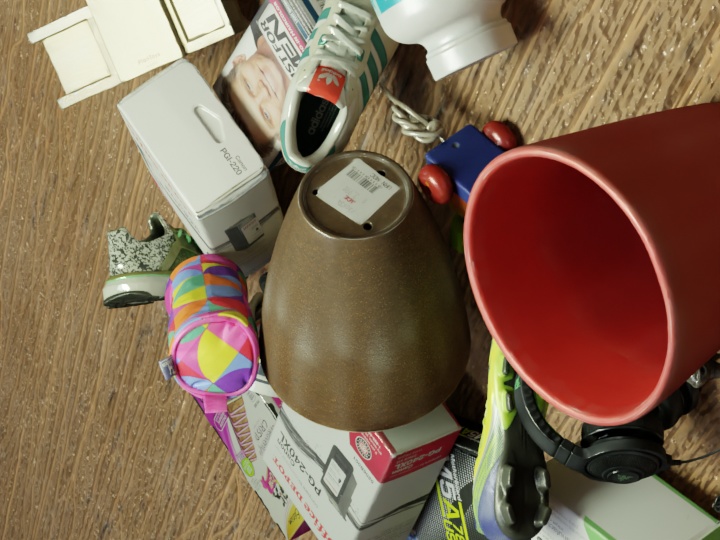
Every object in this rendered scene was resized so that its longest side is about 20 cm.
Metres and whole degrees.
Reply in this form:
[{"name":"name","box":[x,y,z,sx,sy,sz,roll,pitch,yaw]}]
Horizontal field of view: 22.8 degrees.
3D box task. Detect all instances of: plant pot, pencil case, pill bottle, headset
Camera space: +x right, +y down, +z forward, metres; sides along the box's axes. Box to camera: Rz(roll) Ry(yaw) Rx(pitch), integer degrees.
[{"name":"plant pot","box":[0.000,0.000,1.478,0.187,0.186,0.201,44,155,30]},{"name":"pencil case","box":[-0.134,0.051,1.591,0.200,0.088,0.089,-106,2,-71]},{"name":"pill bottle","box":[0.047,-0.248,1.341,0.111,0.110,0.201,-21,93,59]},{"name":"plant pot","box":[0.199,-0.019,1.214,0.200,0.177,0.202,35,138,39]},{"name":"headset","box":[0.210,0.117,1.362,0.199,0.124,0.094,29,152,9]}]

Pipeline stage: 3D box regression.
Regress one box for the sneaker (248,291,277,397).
[{"name":"sneaker","box":[-0.077,0.061,1.735,0.200,0.078,0.080,-95,20,-79]}]

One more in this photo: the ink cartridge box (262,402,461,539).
[{"name":"ink cartridge box","box":[-0.003,0.160,1.650,0.146,0.083,0.201,52,144,26]}]

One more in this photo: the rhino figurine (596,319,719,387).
[{"name":"rhino figurine","box":[0.190,0.036,1.325,0.199,0.088,0.060,20,131,15]}]

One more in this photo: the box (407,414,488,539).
[{"name":"box","box":[0.102,0.233,1.661,0.193,0.047,0.202,20,127,53]}]

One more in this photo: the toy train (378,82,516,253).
[{"name":"toy train","box":[0.086,-0.062,1.455,0.200,0.084,0.116,43,156,31]}]

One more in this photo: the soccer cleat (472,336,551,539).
[{"name":"soccer cleat","box":[0.116,0.114,1.407,0.084,0.064,0.202,159,119,-63]}]

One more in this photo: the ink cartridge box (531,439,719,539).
[{"name":"ink cartridge box","box":[0.215,0.256,1.453,0.146,0.084,0.201,35,144,43]}]

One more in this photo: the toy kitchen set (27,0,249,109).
[{"name":"toy kitchen set","box":[-0.205,-0.281,1.719,0.199,0.180,0.164,-19,100,23]}]

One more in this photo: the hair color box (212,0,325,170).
[{"name":"hair color box","box":[-0.057,-0.181,1.592,0.100,0.060,0.200,58,149,11]}]

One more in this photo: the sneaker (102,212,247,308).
[{"name":"sneaker","box":[-0.181,-0.017,1.785,0.076,0.199,0.089,-10,89,34]}]

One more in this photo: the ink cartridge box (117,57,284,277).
[{"name":"ink cartridge box","box":[-0.144,-0.089,1.696,0.146,0.085,0.200,53,171,17]}]

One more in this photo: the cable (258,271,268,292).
[{"name":"cable","box":[-0.034,0.022,1.743,0.097,0.050,0.200,51,163,-10]}]

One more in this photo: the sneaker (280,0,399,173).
[{"name":"sneaker","box":[-0.012,-0.168,1.440,0.070,0.093,0.201,23,102,-2]}]

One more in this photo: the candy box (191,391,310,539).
[{"name":"candy box","box":[-0.090,0.168,1.889,0.201,0.061,0.137,54,147,16]}]
